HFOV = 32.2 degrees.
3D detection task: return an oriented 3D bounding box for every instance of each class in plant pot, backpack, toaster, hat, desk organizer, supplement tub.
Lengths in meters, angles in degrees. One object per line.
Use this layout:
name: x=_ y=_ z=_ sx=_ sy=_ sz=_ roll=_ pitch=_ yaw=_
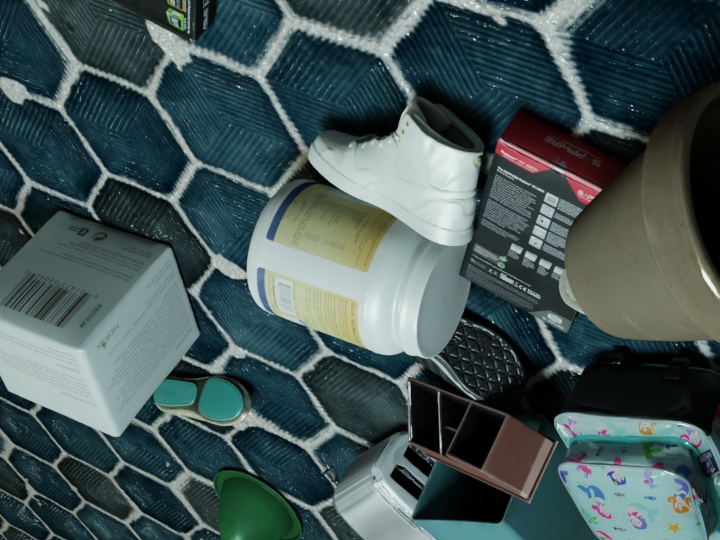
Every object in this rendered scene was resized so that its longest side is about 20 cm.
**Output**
plant pot: x=0.190 y=0.283 z=1.437 sx=0.140 sy=0.142 sz=0.200 roll=-9 pitch=134 yaw=47
backpack: x=0.300 y=0.199 z=1.232 sx=0.176 sy=0.151 sz=0.201 roll=-1 pitch=135 yaw=41
plant pot: x=0.254 y=-0.020 z=0.958 sx=0.200 sy=0.201 sz=0.174 roll=45 pitch=145 yaw=-12
toaster: x=0.057 y=0.287 z=1.579 sx=0.200 sy=0.114 sz=0.129 roll=42 pitch=142 yaw=-3
hat: x=-0.197 y=0.423 z=1.905 sx=0.165 sy=0.177 sz=0.200 roll=41 pitch=146 yaw=-6
desk organizer: x=0.115 y=0.180 z=1.364 sx=0.077 sy=0.072 sz=0.199 roll=33 pitch=170 yaw=-30
supplement tub: x=0.000 y=0.000 z=1.260 sx=0.198 sy=0.145 sz=0.146 roll=19 pitch=142 yaw=26

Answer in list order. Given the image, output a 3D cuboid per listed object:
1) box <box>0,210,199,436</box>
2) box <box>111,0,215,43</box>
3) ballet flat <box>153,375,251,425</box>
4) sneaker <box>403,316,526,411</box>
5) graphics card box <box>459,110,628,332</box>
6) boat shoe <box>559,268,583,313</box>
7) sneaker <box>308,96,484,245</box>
box: x=-0.351 y=0.066 z=1.607 sx=0.197 sy=0.201 sz=0.173 roll=17 pitch=139 yaw=26
box: x=-0.220 y=-0.334 z=1.156 sx=0.191 sy=0.048 sz=0.201 roll=27 pitch=144 yaw=10
ballet flat: x=-0.210 y=0.183 z=1.757 sx=0.198 sy=0.068 sz=0.062 roll=7 pitch=164 yaw=42
sneaker: x=0.094 y=0.079 z=1.359 sx=0.199 sy=0.072 sz=0.083 roll=37 pitch=170 yaw=3
graphics card box: x=0.169 y=-0.040 z=1.144 sx=0.124 sy=0.051 sz=0.201 roll=27 pitch=143 yaw=13
boat shoe: x=0.273 y=0.019 z=1.077 sx=0.197 sy=0.073 sz=0.059 roll=-3 pitch=162 yaw=23
sneaker: x=0.036 y=-0.118 z=1.171 sx=0.199 sy=0.073 sz=0.117 roll=30 pitch=126 yaw=31
